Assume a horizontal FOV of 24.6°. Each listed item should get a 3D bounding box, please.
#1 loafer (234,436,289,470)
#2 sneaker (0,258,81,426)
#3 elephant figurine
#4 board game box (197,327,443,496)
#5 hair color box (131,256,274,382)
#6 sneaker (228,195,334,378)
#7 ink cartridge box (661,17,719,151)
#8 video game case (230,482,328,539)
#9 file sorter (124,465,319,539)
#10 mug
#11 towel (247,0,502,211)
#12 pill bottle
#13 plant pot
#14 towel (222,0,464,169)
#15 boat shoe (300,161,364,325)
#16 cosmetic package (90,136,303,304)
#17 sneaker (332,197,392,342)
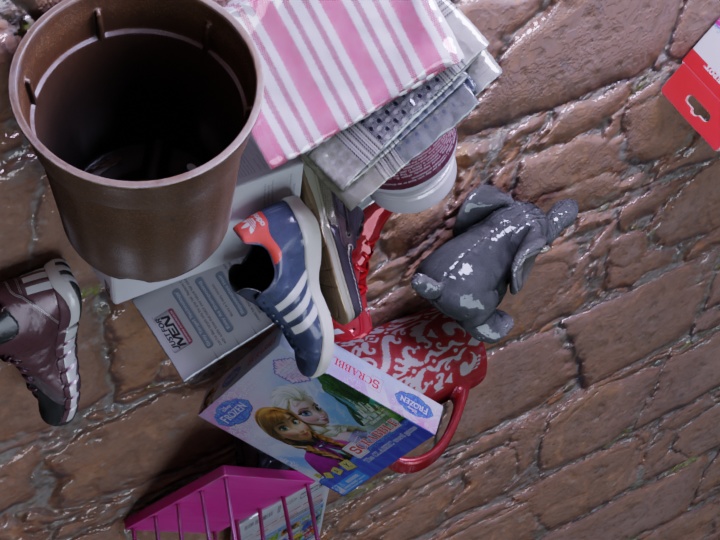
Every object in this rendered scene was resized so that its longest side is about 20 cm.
[{"bbox_3d":[-0.119,0.199,1.970,0.072,0.063,0.200,-38,157,-26],"label":"loafer"},{"bbox_3d":[-0.333,0.077,1.586,0.115,0.076,0.200,-13,132,-25],"label":"sneaker"},{"bbox_3d":[0.157,-0.030,1.877,0.141,0.155,0.200,40,93,-15],"label":"elephant figurine"},{"bbox_3d":[-0.046,0.153,1.793,0.199,0.041,0.200,30,141,-15],"label":"board game box"},{"bbox_3d":[-0.120,0.016,1.659,0.200,0.099,0.061,-33,-176,-5],"label":"hair color box"},{"bbox_3d":[-0.080,0.024,1.573,0.084,0.075,0.200,-20,124,-18],"label":"sneaker"},{"bbox_3d":[0.450,-0.237,1.862,0.067,0.116,0.200,9,128,-50],"label":"ink cartridge box"},{"bbox_3d":[-0.109,0.336,2.167,0.143,0.018,0.200,-27,154,-22],"label":"video game case"},{"bbox_3d":[-0.160,0.325,1.950,0.139,0.126,0.200,11,148,-42],"label":"file sorter"},{"bbox_3d":[0.048,0.141,1.948,0.200,0.178,0.133,-23,180,-28],"label":"mug"},{"bbox_3d":[-0.002,-0.182,1.447,0.193,0.200,0.035,-42,-171,7],"label":"towel"},{"bbox_3d":[0.030,-0.146,1.583,0.114,0.114,0.200,-32,148,-6],"label":"pill bottle"},{"bbox_3d":[-0.181,-0.100,1.378,0.200,0.200,0.198,-25,154,-17],"label":"plant pot"},{"bbox_3d":[-0.028,-0.195,1.420,0.200,0.146,0.030,-29,-170,8],"label":"towel"},{"bbox_3d":[-0.027,-0.048,1.604,0.065,0.200,0.072,-19,-177,-23],"label":"boat shoe"},{"bbox_3d":[-0.160,-0.059,1.550,0.200,0.081,0.113,-19,145,-23],"label":"cosmetic package"},{"bbox_3d":[0.000,0.000,1.734,0.200,0.116,0.078,-43,171,25],"label":"sneaker"}]
